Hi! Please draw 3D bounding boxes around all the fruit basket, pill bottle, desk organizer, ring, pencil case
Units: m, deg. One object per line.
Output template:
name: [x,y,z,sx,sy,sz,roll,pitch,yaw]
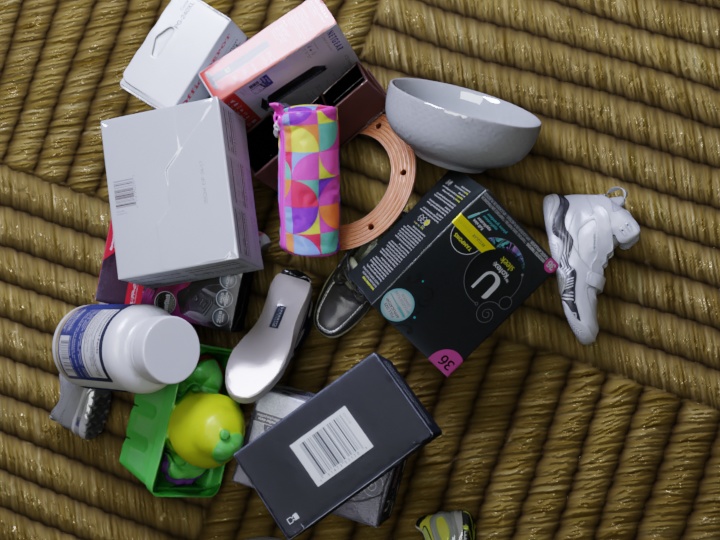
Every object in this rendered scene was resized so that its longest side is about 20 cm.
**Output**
fruit basket: [-0.202,0.198,1.509,0.215,0.155,0.216,-7,77,32]
pill bottle: [-0.291,0.097,1.464,0.200,0.111,0.111,-1,84,47]
desk organizer: [-0.064,-0.195,1.552,0.200,0.077,0.072,-39,61,10]
ring: [-0.015,-0.120,1.559,0.200,0.019,0.201,-9,69,25]
pencil case: [-0.070,-0.116,1.480,0.088,0.088,0.200,-1,105,9]

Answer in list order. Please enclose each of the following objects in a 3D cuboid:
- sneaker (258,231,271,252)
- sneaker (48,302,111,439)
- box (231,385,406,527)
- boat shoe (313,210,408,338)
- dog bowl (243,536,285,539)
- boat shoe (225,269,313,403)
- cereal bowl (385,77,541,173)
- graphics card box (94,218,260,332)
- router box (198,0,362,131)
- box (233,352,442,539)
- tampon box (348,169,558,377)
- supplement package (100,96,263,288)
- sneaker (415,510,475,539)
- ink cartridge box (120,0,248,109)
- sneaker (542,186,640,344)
sneaker: [-0.227,-0.031,1.585,0.200,0.075,0.105,-25,87,10]
sneaker: [-0.376,0.125,1.597,0.082,0.075,0.200,14,84,17]
box: [-0.045,0.236,1.515,0.200,0.115,0.132,16,88,10]
boat shoe: [0.001,0.000,1.551,0.072,0.066,0.201,38,91,11]
dog bowl: [-0.131,0.456,1.539,0.200,0.059,0.200,-1,85,8]
boat shoe: [-0.110,0.102,1.513,0.075,0.093,0.200,17,57,16]
cereal bowl: [0.124,-0.178,1.490,0.200,0.200,0.083,18,108,10]
graphics card box: [-0.239,0.001,1.526,0.200,0.051,0.126,13,92,12]
router box: [-0.097,-0.259,1.520,0.179,0.200,0.049,-33,78,5]
box: [-0.020,0.200,1.355,0.197,0.200,0.117,-36,80,1]
tampon box: [0.114,0.000,1.476,0.200,0.126,0.150,-46,112,3]
supplement package: [-0.219,-0.091,1.445,0.156,0.111,0.200,-10,81,11]
sneaker: [0.106,0.410,1.505,0.076,0.075,0.200,0,75,16]
ink cartridge box: [-0.213,-0.261,1.539,0.083,0.200,0.145,33,91,11]
sneaker: [0.306,-0.011,1.498,0.115,0.075,0.200,-12,80,11]
